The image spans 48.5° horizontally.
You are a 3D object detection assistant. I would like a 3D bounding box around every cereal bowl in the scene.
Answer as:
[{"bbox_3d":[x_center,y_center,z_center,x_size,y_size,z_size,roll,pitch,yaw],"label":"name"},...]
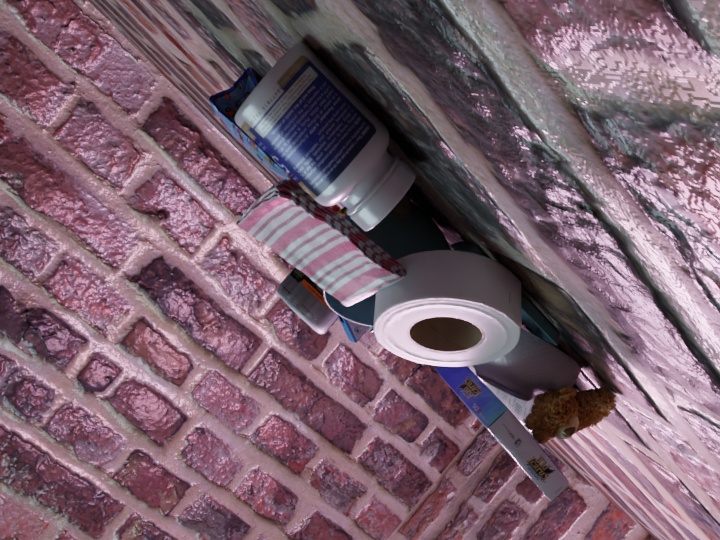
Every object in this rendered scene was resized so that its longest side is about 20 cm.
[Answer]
[{"bbox_3d":[0.241,0.148,1.264,0.197,0.085,0.200,27,171,5],"label":"cereal bowl"}]

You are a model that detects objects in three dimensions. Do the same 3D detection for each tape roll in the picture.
[{"bbox_3d":[0.116,0.056,1.072,0.197,0.072,0.204,5,148,3],"label":"tape roll"}]

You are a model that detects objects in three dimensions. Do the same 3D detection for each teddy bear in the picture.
[{"bbox_3d":[0.321,0.225,1.220,0.200,0.142,0.068,50,-153,-68],"label":"teddy bear"}]

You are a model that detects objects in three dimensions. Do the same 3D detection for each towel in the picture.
[{"bbox_3d":[-0.053,-0.027,1.014,0.199,0.030,0.146,37,149,-16],"label":"towel"}]

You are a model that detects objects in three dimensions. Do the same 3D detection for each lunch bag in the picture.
[{"bbox_3d":[-0.155,-0.217,1.369,0.202,0.093,0.151,54,178,8],"label":"lunch bag"}]

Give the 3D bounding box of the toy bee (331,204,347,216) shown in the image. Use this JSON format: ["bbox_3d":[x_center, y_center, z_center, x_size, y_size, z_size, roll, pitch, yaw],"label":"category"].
[{"bbox_3d":[-0.004,-0.067,1.323,0.107,0.205,0.130,20,-158,37],"label":"toy bee"}]

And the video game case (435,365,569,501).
[{"bbox_3d":[0.215,0.235,1.232,0.182,0.045,0.200,48,180,-25],"label":"video game case"}]

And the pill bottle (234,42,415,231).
[{"bbox_3d":[-0.035,-0.146,0.914,0.200,0.120,0.120,43,176,-10],"label":"pill bottle"}]

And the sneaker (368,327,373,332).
[{"bbox_3d":[0.057,0.034,1.438,0.074,0.117,0.201,47,137,14],"label":"sneaker"}]

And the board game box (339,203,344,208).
[{"bbox_3d":[-0.009,-0.132,1.424,0.134,0.045,0.200,40,176,39],"label":"board game box"}]

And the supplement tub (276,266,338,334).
[{"bbox_3d":[-0.047,0.003,1.442,0.122,0.201,0.123,41,176,3],"label":"supplement tub"}]

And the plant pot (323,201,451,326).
[{"bbox_3d":[0.046,-0.021,1.161,0.200,0.196,0.137,46,-142,-50],"label":"plant pot"}]

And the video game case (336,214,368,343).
[{"bbox_3d":[0.000,0.000,1.257,0.018,0.144,0.202,22,150,37],"label":"video game case"}]

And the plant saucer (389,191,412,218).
[{"bbox_3d":[-0.011,-0.134,1.069,0.197,0.030,0.201,29,-165,-8],"label":"plant saucer"}]

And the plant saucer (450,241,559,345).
[{"bbox_3d":[0.208,0.030,1.134,0.200,0.019,0.070,45,176,-18],"label":"plant saucer"}]

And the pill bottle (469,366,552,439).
[{"bbox_3d":[0.300,0.213,1.494,0.199,0.115,0.114,40,176,43],"label":"pill bottle"}]
